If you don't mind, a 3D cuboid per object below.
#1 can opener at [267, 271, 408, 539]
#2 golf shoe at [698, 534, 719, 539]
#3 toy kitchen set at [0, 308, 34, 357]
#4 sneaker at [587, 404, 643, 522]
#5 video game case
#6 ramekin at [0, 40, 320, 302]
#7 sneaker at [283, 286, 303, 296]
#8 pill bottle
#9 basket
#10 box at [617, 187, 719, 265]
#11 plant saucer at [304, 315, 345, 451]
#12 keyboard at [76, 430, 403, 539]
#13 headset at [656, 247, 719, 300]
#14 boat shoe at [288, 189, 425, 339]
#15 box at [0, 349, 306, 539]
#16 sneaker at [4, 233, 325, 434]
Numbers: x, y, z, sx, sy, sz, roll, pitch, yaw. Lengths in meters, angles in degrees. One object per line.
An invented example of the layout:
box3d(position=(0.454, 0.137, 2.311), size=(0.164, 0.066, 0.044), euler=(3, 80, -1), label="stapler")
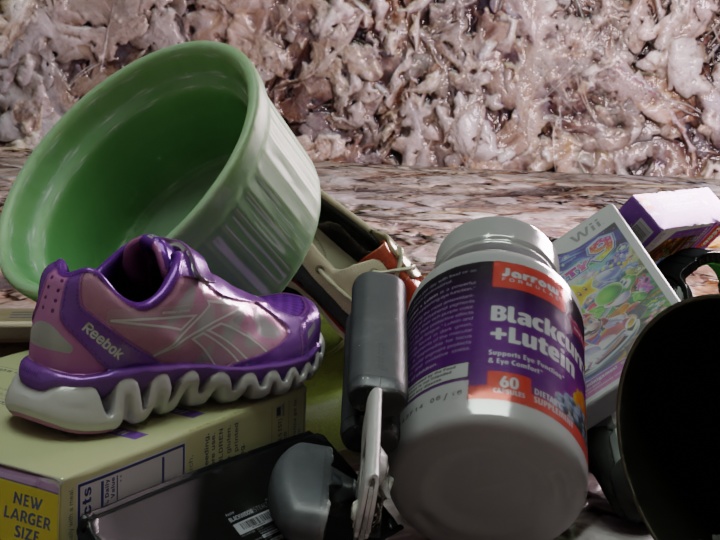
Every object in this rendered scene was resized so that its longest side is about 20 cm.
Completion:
box3d(position=(-0.010, 0.068, 0.694), size=(0.067, 0.053, 0.200), euler=(8, 32, -4), label="can opener")
box3d(position=(0.215, 0.164, 0.553), size=(0.200, 0.078, 0.094), euler=(6, 11, 23), label="golf shoe")
box3d(position=(-0.282, 0.044, 0.851), size=(0.180, 0.164, 0.200), euler=(0, 11, -10), label="toy kitchen set")
box3d(position=(0.136, 0.113, 0.875), size=(0.115, 0.075, 0.200), euler=(-24, 23, 15), label="sneaker")
box3d(position=(0.141, 0.038, 0.887), size=(0.143, 0.018, 0.200), euler=(-36, 24, 11), label="video game case")
box3d(position=(-0.122, -0.039, 0.829), size=(0.200, 0.200, 0.098), euler=(13, -27, 44), label="ramekin")
box3d(position=(-0.112, 0.010, 0.972), size=(0.200, 0.074, 0.079), euler=(22, -22, 27), label="sneaker")
box3d(position=(0.079, 0.059, 0.783), size=(0.111, 0.112, 0.200), euler=(3, 39, 5), label="pill bottle")
box3d(position=(0.253, 0.099, 0.738), size=(0.136, 0.181, 0.200), euler=(-35, -20, 29), label="basket")
box3d(position=(0.196, 0.016, 1.057), size=(0.137, 0.200, 0.039), euler=(-8, 55, -51), label="box")
box3d(position=(-0.033, 0.062, 0.945), size=(0.200, 0.031, 0.200), euler=(-13, 30, 7), label="plant saucer")
box3d(position=(-0.052, 0.143, 0.639), size=(0.104, 0.040, 0.200), euler=(49, 27, 18), label="keyboard")
box3d(position=(0.221, 0.061, 1.004), size=(0.200, 0.124, 0.094), euler=(-33, 29, -30), label="headset")
box3d(position=(0.000, 0.000, 0.896), size=(0.200, 0.063, 0.071), euler=(36, 43, 14), label="boat shoe")
box3d(position=(-0.155, 0.112, 0.696), size=(0.176, 0.097, 0.200), euler=(9, 12, 29), label="box")
box3d(position=(-0.092, 0.023, 0.685), size=(0.080, 0.089, 0.200), euler=(9, 11, 39), label="sneaker")
